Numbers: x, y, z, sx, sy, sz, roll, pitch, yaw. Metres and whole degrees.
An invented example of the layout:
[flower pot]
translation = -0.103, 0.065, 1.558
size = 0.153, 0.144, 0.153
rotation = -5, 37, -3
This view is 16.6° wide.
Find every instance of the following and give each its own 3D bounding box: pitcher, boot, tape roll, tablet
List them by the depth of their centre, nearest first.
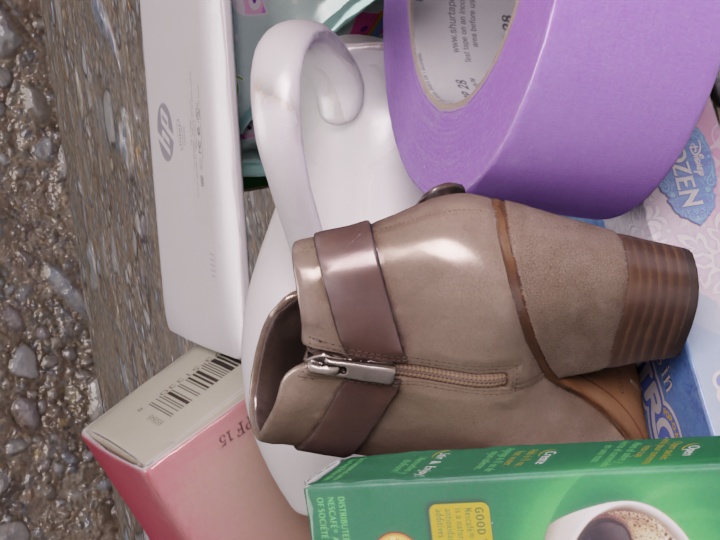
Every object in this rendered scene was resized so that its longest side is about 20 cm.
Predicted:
[boot]
translation = 0.034, 0.049, 0.874
size = 0.070, 0.146, 0.201
rotation = -102, 14, -46
[tape roll]
translation = 0.069, -0.121, 0.876
size = 0.200, 0.065, 0.201
rotation = -175, 90, -73
[pitcher]
translation = 0.000, 0.000, 0.995
size = 0.171, 0.121, 0.201
rotation = -3, -87, -63
[tablet]
translation = -0.080, -0.064, 1.156
size = 0.130, 0.014, 0.201
rotation = -165, 70, -69

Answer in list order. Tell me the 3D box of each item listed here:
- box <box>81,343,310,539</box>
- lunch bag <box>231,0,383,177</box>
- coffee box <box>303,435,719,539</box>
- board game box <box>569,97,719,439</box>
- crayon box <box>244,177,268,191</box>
[box]
translation = -0.019, 0.126, 1.170
size = 0.200, 0.128, 0.109
rotation = 58, 165, -18
[lunch bag]
translation = -0.005, -0.160, 1.142
size = 0.200, 0.121, 0.171
rotation = -49, 48, 50
[coffee box]
translation = 0.086, 0.118, 0.807
size = 0.044, 0.199, 0.124
rotation = -26, -71, -68
[board game box]
translation = 0.115, 0.057, 0.955
size = 0.199, 0.043, 0.201
rotation = 111, 148, -63
[crayon box]
translation = -0.041, -0.134, 1.325
size = 0.051, 0.126, 0.200
rotation = 96, 159, -49
